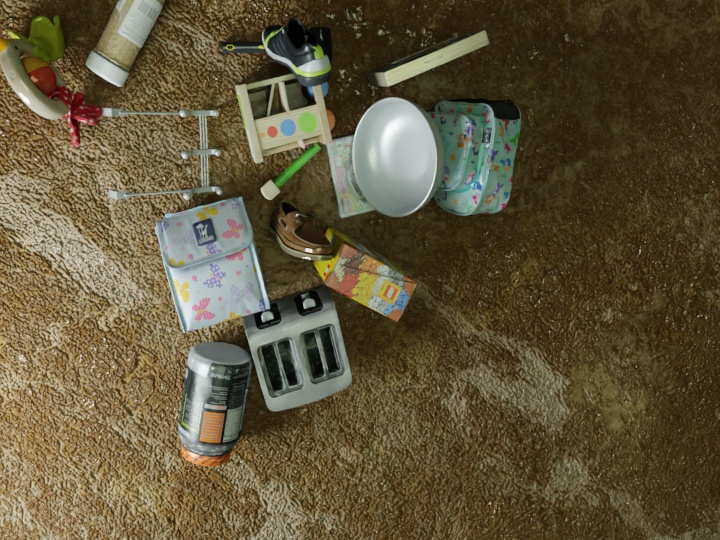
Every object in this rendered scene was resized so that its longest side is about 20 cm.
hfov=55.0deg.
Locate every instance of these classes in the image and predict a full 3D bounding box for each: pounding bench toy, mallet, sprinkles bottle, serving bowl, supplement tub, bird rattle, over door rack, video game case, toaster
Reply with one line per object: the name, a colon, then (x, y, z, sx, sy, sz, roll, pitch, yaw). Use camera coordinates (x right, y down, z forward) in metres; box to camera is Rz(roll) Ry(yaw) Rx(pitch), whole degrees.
pounding bench toy: (-0.119, -0.238, 1.208, 0.151, 0.124, 0.206, -15, 106, -9)
mallet: (-0.144, -0.402, 1.213, 0.193, 0.041, 0.068, 5, 101, -9)
sprinkles bottle: (-0.377, -0.409, 1.139, 0.067, 0.068, 0.203, 29, 95, -17)
serving bowl: (0.076, -0.201, 1.228, 0.065, 0.197, 0.207, -13, 109, -45)
supplement tub: (-0.273, 0.247, 1.288, 0.119, 0.123, 0.206, 9, 101, -14)
bird rattle: (-0.506, -0.293, 1.098, 0.110, 0.163, 0.205, -18, 98, 11)
over door rack: (-0.331, -0.199, 1.180, 0.195, 0.066, 0.153, -6, 104, -27)
video game case: (0.041, -0.193, 1.310, 0.194, 0.018, 0.148, -14, 105, -9)
toaster: (-0.119, 0.153, 1.303, 0.176, 0.119, 0.206, -15, 106, -8)

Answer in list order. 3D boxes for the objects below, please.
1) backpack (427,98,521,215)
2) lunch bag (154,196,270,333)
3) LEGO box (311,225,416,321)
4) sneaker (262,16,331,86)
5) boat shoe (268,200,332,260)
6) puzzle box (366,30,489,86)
backpack: (0.195, -0.202, 1.254, 0.147, 0.176, 0.207, -11, 110, -30)
lunch bag: (-0.263, -0.014, 1.230, 0.165, 0.127, 0.206, -14, 99, -11)
LEGO box: (0.000, 0.000, 1.251, 0.146, 0.200, 0.079, 28, 96, -16)
sneaker: (-0.101, -0.373, 1.115, 0.070, 0.200, 0.084, -26, 137, -20)
boat shoe: (-0.109, -0.073, 1.211, 0.070, 0.199, 0.070, 2, 108, -36)
puzzle box: (0.116, -0.375, 1.225, 0.195, 0.133, 0.026, -24, 109, -7)
